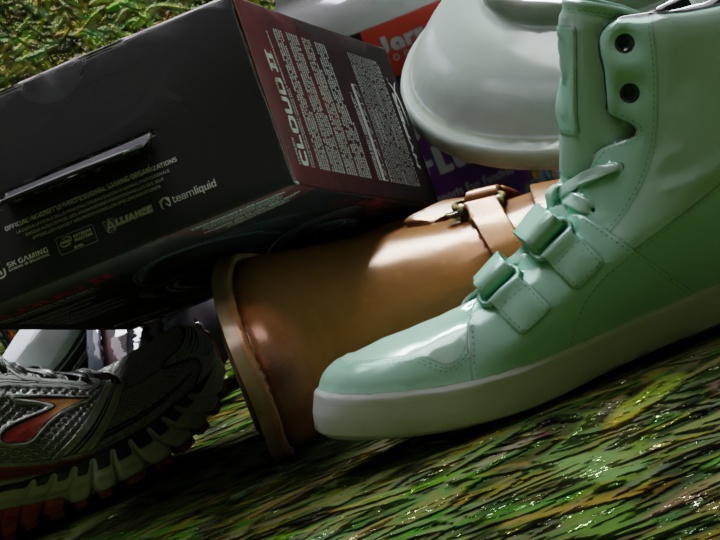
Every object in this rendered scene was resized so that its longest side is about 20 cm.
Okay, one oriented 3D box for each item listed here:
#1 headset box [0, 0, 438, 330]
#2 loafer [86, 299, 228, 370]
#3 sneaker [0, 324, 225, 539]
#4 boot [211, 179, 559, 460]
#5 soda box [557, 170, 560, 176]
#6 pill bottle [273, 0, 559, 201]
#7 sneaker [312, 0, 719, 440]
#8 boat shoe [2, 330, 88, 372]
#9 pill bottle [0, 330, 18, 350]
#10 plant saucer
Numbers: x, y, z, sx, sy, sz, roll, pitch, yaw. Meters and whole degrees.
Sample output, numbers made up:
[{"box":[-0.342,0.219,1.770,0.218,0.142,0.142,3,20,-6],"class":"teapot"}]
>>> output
[{"box":[-0.074,-0.035,0.982,0.149,0.077,0.200,-22,-7,15],"class":"headset box"},{"box":[-0.083,0.019,1.215,0.063,0.072,0.200,-15,17,9],"class":"loafer"},{"box":[-0.136,0.060,1.016,0.200,0.082,0.078,-24,5,-38],"class":"sneaker"},{"box":[0.036,0.010,0.964,0.155,0.077,0.200,-16,-2,13],"class":"boot"},{"box":[0.115,-0.070,1.286,0.200,0.064,0.068,-4,13,36],"class":"soda box"},{"box":[0.018,-0.080,1.192,0.111,0.200,0.111,-22,5,2],"class":"pill bottle"},{"box":[0.062,-0.024,0.855,0.200,0.118,0.074,-23,6,-2],"class":"sneaker"},{"box":[-0.135,0.044,1.271,0.072,0.068,0.200,-56,3,-10],"class":"boat shoe"},{"box":[-0.153,0.014,1.477,0.106,0.106,0.200,-23,5,-16],"class":"pill bottle"},{"box":[0.106,-0.114,1.058,0.200,0.050,0.200,-15,31,9],"class":"plant saucer"}]
